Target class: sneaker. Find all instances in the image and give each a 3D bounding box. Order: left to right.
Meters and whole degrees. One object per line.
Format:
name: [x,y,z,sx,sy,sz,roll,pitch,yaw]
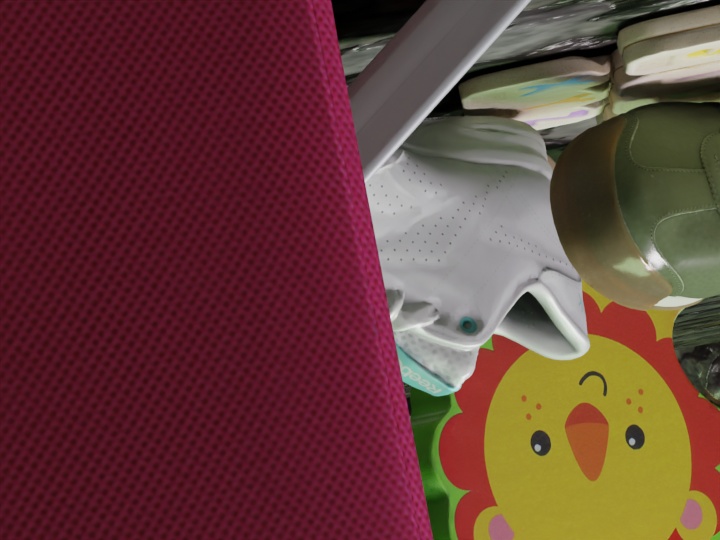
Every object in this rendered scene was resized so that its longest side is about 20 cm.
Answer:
sneaker: [0.000,0.000,0.891,0.199,0.089,0.075,-4,154,-43]
sneaker: [0.149,-0.036,0.938,0.090,0.068,0.200,-24,168,36]

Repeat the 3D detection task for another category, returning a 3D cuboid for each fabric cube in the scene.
fabric cube: [-0.117,0.026,0.393,0.195,0.201,0.200,-8,174,-27]

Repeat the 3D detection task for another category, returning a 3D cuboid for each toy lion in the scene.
toy lion: [0.098,0.046,1.119,0.199,0.193,0.069,-9,174,-34]

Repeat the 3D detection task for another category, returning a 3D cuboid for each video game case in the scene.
video game case: [-0.011,-0.020,0.691,0.143,0.018,0.200,-48,-178,-11]

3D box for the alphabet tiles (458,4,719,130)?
alphabet tiles: [0.129,-0.067,0.951,0.194,0.015,0.200,-12,174,1]
